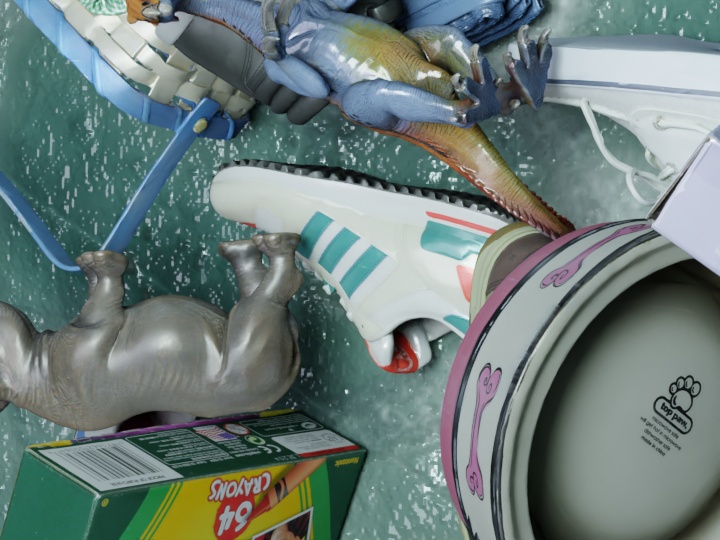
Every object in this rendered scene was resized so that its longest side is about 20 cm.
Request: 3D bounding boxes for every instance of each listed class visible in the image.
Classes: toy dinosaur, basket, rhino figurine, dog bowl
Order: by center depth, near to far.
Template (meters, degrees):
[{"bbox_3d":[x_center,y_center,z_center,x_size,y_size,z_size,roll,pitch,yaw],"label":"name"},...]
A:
[{"bbox_3d":[0.122,0.066,1.306,0.074,0.200,0.200,26,110,55],"label":"dog bowl"},{"bbox_3d":[-0.015,-0.087,1.338,0.181,0.105,0.200,5,121,33],"label":"toy dinosaur"},{"bbox_3d":[-0.122,0.034,1.460,0.200,0.060,0.088,-6,88,7],"label":"rhino figurine"},{"bbox_3d":[-0.136,-0.122,1.519,0.176,0.139,0.200,44,109,27],"label":"basket"}]

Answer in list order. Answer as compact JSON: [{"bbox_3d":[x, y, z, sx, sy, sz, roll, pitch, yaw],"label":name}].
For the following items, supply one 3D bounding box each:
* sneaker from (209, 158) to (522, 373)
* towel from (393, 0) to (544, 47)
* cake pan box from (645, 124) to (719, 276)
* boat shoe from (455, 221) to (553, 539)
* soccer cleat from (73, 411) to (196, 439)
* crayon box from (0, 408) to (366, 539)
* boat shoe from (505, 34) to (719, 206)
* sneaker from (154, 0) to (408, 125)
[{"bbox_3d":[0.001,0.000,1.465,0.200,0.070,0.094,12,95,34],"label":"sneaker"},{"bbox_3d":[0.016,-0.199,1.451,0.112,0.049,0.200,-22,81,37],"label":"towel"},{"bbox_3d":[0.222,-0.006,1.181,0.184,0.200,0.052,36,116,11],"label":"cake pan box"},{"bbox_3d":[0.081,0.080,1.388,0.072,0.066,0.201,-1,105,-2],"label":"boat shoe"},{"bbox_3d":[-0.128,0.151,1.545,0.086,0.070,0.200,-15,63,55],"label":"soccer cleat"},{"bbox_3d":[-0.100,0.165,1.476,0.058,0.200,0.173,28,111,34],"label":"crayon box"},{"bbox_3d":[0.155,-0.059,1.344,0.202,0.075,0.086,8,102,28],"label":"boat shoe"},{"bbox_3d":[0.004,-0.153,1.400,0.099,0.071,0.200,42,101,-5],"label":"sneaker"}]
